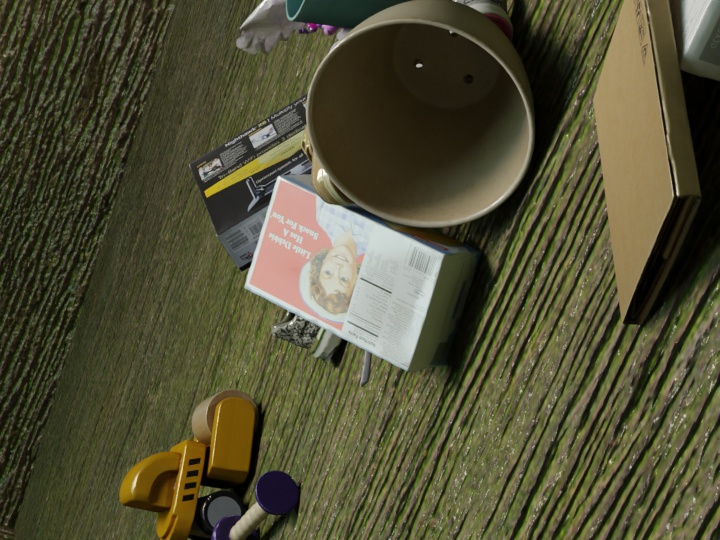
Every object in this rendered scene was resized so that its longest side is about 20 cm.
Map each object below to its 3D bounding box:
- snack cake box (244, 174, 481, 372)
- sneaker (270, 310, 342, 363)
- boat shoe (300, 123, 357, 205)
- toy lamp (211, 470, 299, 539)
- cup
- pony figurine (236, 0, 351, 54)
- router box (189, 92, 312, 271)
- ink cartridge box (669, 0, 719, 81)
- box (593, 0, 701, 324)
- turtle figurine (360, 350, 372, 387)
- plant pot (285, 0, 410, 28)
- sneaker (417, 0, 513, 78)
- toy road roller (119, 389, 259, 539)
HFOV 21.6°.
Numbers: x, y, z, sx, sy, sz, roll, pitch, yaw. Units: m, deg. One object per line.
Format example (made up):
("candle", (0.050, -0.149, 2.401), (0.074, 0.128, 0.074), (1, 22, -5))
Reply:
("snack cake box", (0.000, 0.000, 1.731), (0.199, 0.067, 0.116), (26, 108, 30))
("sneaker", (-0.047, -0.003, 2.064), (0.077, 0.088, 0.201), (-173, 97, -74))
("boat shoe", (-0.018, -0.121, 1.758), (0.066, 0.074, 0.201), (-23, 28, 27))
("toy lamp", (-0.128, 0.290, 2.167), (0.200, 0.058, 0.059), (127, 152, -57))
("cup", (0.066, -0.160, 1.666), (0.144, 0.199, 0.201), (-67, 1, -54))
("pony figurine", (-0.030, -0.307, 2.191), (0.193, 0.166, 0.201), (-52, 12, 40))
("router box", (-0.062, -0.103, 1.873), (0.199, 0.052, 0.157), (-30, 33, 2))
("ink cartridge box", (0.252, -0.247, 1.315), (0.200, 0.050, 0.162), (-95, 23, -58))
("box", (0.197, -0.089, 1.320), (0.164, 0.021, 0.201), (100, 169, -58))
("turtle figurine", (0.008, -0.028, 1.922), (0.194, 0.200, 0.144), (-46, -5, 17))
("plant pot", (0.025, -0.337, 1.944), (0.201, 0.160, 0.202), (-168, 90, -78))
("sneaker", (0.088, -0.205, 1.799), (0.200, 0.073, 0.088), (124, 158, -49))
("toy road roller", (-0.216, 0.243, 2.345), (0.123, 0.145, 0.201), (149, 133, -68))
